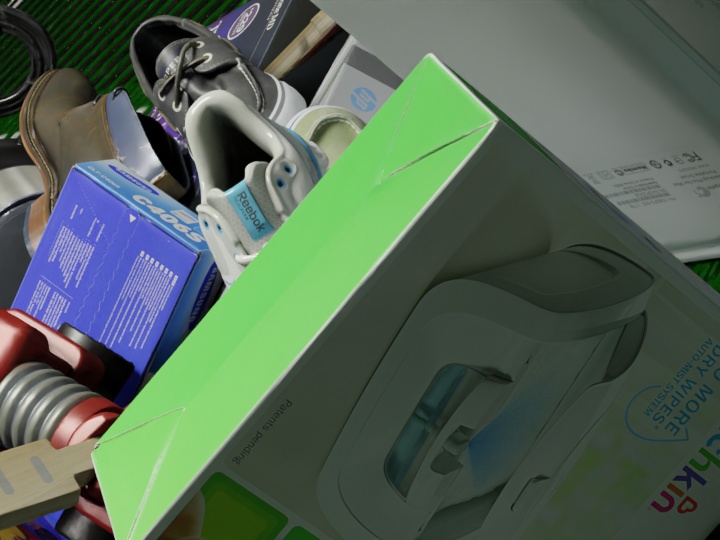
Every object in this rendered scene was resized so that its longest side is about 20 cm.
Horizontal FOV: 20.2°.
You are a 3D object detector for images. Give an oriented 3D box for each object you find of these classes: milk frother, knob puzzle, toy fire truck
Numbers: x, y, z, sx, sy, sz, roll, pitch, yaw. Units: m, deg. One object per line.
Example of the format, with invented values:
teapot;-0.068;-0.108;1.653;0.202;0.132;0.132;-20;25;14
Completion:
milk frother;-0.237;-0.066;1.387;0.181;0.200;0.188;-49;24;-2
knob puzzle;0.046;-0.182;1.165;0.220;0.030;0.220;-39;2;1
toy fire truck;-0.155;0.086;0.968;0.176;0.200;0.129;28;81;30

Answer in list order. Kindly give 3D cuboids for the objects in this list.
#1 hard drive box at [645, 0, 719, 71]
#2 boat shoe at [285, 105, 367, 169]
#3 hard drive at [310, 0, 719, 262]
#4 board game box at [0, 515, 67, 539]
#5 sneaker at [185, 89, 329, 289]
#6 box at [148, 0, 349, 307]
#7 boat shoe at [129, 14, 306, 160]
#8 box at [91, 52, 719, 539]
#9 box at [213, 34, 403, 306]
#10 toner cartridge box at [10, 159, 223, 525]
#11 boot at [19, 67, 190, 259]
hard drive box;0.119;-0.153;0.914;0.200;0.156;0.077;-39;25;25
boat shoe;0.000;0.000;0.960;0.062;0.072;0.200;112;153;-58
hard drive;0.083;-0.072;0.805;0.132;0.200;0.026;-10;46;57
board game box;-0.203;0.145;1.020;0.045;0.134;0.200;-50;1;3
sneaker;-0.033;0.001;0.883;0.075;0.087;0.200;-34;55;6
box;-0.081;-0.074;1.268;0.141;0.079;0.200;-19;40;48
boat shoe;-0.090;-0.106;1.155;0.070;0.066;0.200;-48;26;6
box;0.034;0.057;0.745;0.200;0.176;0.097;-49;23;7
box;-0.029;-0.038;1.101;0.200;0.041;0.156;-65;5;-31
toner cartridge box;-0.151;0.048;1.126;0.043;0.095;0.200;-15;-45;-62
boot;-0.148;-0.075;1.224;0.097;0.075;0.200;-33;38;18
